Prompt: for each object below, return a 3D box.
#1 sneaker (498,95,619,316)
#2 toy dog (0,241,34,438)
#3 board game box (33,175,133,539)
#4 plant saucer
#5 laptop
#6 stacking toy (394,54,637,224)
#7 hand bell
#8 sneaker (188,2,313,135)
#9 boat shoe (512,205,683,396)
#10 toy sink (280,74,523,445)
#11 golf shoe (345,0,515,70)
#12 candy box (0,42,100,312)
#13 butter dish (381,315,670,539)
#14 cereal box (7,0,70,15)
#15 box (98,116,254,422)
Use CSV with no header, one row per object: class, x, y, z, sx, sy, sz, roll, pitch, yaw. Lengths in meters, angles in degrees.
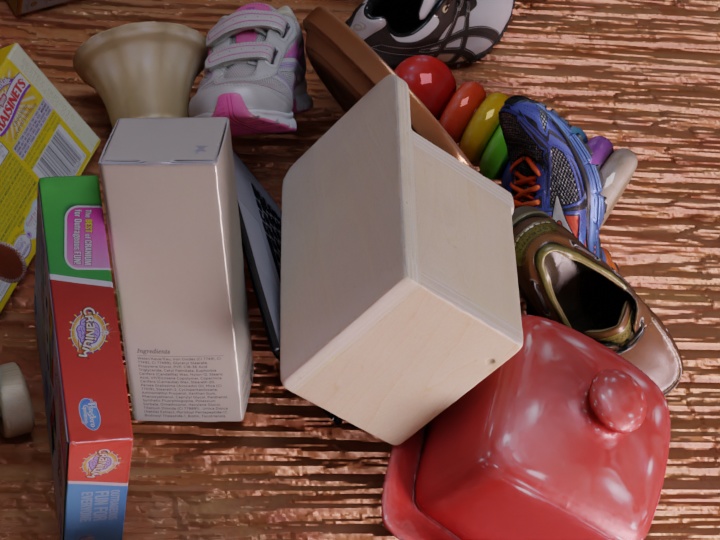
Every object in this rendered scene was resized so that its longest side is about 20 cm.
sneaker,0.136,-0.030,1.533,0.078,0.075,0.201,-23,105,-22
toy dog,-0.272,0.034,1.361,0.132,0.096,0.201,-36,107,-17
board game box,-0.184,0.063,1.374,0.040,0.153,0.201,-4,57,-12
plant saucer,0.023,-0.109,1.544,0.032,0.200,0.200,-41,72,-3
laptop,0.000,0.000,1.502,0.115,0.200,0.188,-24,59,9
stacking toy,0.111,-0.104,1.622,0.199,0.086,0.085,33,53,8
hand bell,-0.150,-0.069,1.535,0.103,0.104,0.201,-1,67,-17
sneaker,-0.084,-0.149,1.537,0.081,0.089,0.200,-3,14,5
boat shoe,0.169,0.038,1.497,0.200,0.072,0.068,39,1,-30
toy sink,0.027,-0.008,1.415,0.112,0.130,0.201,29,37,-28
golf shoe,0.062,-0.208,1.679,0.078,0.095,0.200,43,53,17
candy box,-0.260,-0.058,1.484,0.102,0.026,0.201,49,46,-28
butter dish,0.138,0.114,1.419,0.199,0.148,0.200,29,50,-15
cereal box,-0.217,-0.291,1.688,0.199,0.040,0.144,-21,64,-28
box,-0.120,0.001,1.397,0.082,0.201,0.068,1,30,6
